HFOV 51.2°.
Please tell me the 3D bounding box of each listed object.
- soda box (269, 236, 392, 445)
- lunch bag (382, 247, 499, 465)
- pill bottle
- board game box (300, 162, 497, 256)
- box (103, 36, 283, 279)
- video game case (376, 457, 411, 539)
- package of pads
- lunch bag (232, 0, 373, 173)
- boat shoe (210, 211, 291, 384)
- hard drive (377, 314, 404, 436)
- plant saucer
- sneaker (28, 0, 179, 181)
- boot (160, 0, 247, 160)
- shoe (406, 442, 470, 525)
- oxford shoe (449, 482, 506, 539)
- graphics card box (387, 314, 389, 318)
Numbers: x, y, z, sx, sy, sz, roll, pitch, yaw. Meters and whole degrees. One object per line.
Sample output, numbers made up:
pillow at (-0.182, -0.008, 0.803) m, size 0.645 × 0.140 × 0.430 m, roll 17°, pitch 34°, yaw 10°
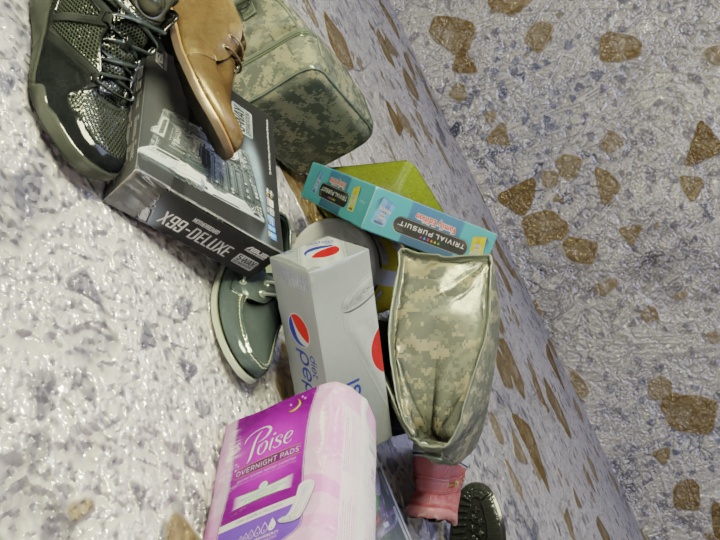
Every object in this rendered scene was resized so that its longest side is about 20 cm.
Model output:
soda box at (-0.024, 0.074, 0.694) m, size 0.068 × 0.063 × 0.200 m, roll -22°, pitch 116°, yaw -33°
lunch bag at (0.082, 0.100, 0.782) m, size 0.164 × 0.117 × 0.200 m, roll 60°, pitch 36°, yaw -67°
pill bottle at (0.000, 0.000, 0.936) m, size 0.200 × 0.111 × 0.111 m, roll 11°, pitch 56°, yaw -68°
board game box at (0.035, -0.063, 0.843) m, size 0.151 × 0.047 × 0.200 m, roll 19°, pitch 7°, yaw -25°
box at (-0.151, -0.109, 0.704) m, size 0.158 × 0.050 × 0.200 m, roll 32°, pitch 35°, yaw -37°
video game case at (0.014, 0.285, 0.739) m, size 0.200 × 0.023 × 0.182 m, roll 67°, pitch 18°, yaw 8°
package of pads at (-0.049, 0.181, 0.538) m, size 0.076 × 0.120 × 0.200 m, roll 55°, pitch 21°, yaw -29°
lunch bag at (-0.086, -0.247, 0.974) m, size 0.200 × 0.139 × 0.168 m, roll 35°, pitch 35°, yaw -59°
boat shoe at (-0.096, 0.016, 0.721) m, size 0.073 × 0.062 × 0.200 m, roll 51°, pitch 23°, yaw -39°
hard drive at (0.026, 0.123, 0.872) m, size 0.200 × 0.042 × 0.135 m, roll 40°, pitch 56°, yaw -60°
plant saucer at (0.034, -0.059, 1.057) m, size 0.200 × 0.200 × 0.048 m, roll 54°, pitch 57°, yaw -32°
sneaker at (-0.200, -0.173, 0.599) m, size 0.076 × 0.114 × 0.200 m, roll 33°, pitch 38°, yaw -56°
boot at (-0.131, -0.190, 0.669) m, size 0.074 × 0.075 × 0.200 m, roll 103°, pitch -33°, yaw -64°
shoe at (0.094, 0.266, 0.934) m, size 0.200 × 0.071 × 0.091 m, roll 59°, pitch 39°, yaw -69°
oxford shoe at (0.158, 0.372, 0.956) m, size 0.084 × 0.073 × 0.200 m, roll 27°, pitch 57°, yaw -68°
graphics card box at (0.112, 0.077, 1.049) m, size 0.051 × 0.125 × 0.200 m, roll 38°, pitch -16°, yaw 30°
